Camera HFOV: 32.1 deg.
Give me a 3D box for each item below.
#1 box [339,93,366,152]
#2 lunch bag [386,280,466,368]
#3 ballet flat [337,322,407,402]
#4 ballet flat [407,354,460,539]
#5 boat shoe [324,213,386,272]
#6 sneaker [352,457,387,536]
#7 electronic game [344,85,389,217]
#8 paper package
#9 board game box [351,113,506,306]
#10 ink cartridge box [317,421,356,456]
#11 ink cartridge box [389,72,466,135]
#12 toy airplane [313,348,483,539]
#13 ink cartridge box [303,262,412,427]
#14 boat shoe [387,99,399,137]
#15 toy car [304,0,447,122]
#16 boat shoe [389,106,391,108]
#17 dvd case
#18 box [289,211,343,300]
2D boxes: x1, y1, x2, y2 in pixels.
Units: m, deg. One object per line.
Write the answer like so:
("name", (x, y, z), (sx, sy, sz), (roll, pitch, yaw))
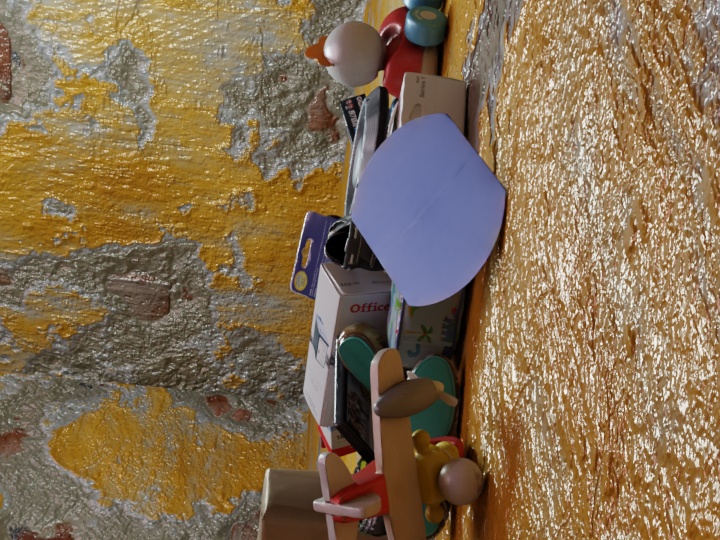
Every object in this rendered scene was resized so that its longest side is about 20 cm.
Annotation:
("box", (0.022, -0.145, 1.928), (0.201, 0.045, 0.160), (73, -179, -48))
("lunch bag", (0.077, 0.001, 1.439), (0.161, 0.081, 0.203), (-103, 19, -72))
("ballet flat", (0.039, 0.145, 1.497), (0.201, 0.067, 0.072), (57, -154, -11))
("ballet flat", (0.072, 0.196, 1.375), (0.072, 0.071, 0.203), (115, 162, -75))
("boat shoe", (-0.013, -0.036, 1.494), (0.200, 0.067, 0.073), (-160, 71, -74))
("sneaker", (0.038, 0.279, 1.583), (0.079, 0.085, 0.200), (-58, 4, 16))
("electronic game", (0.011, -0.137, 1.619), (0.200, 0.041, 0.203), (-171, 90, -85))
("paper package", (-0.053, 0.385, 1.810), (0.104, 0.197, 0.192), (-89, 6, -48))
("board game box", (0.079, -0.062, 1.304), (0.158, 0.039, 0.201), (-49, 54, 21))
("ink cartridge box", (0.000, 0.189, 1.768), (0.068, 0.115, 0.202), (-121, 22, -46))
("ink cartridge box", (0.076, -0.132, 1.593), (0.201, 0.083, 0.148), (106, 171, -61))
("toy airplane", (0.048, 0.205, 1.206), (0.201, 0.139, 0.201), (56, -141, -42))
("ink cartridge box", (0.015, 0.091, 1.604), (0.086, 0.144, 0.202), (-126, 38, -53))
("boat shoe", (0.078, -0.181, 1.772), (0.069, 0.071, 0.202), (-50, -25, -60))
("toy car", (0.016, -0.330, 1.868), (0.178, 0.197, 0.186), (-90, 8, -49))
("boat shoe", (0.063, -0.233, 2.021), (0.074, 0.060, 0.200), (55, -171, -11))
("dvd case", (0.024, 0.191, 1.531), (0.201, 0.017, 0.144), (53, -155, -36))
("box", (0.000, 0.000, 1.723), (0.032, 0.198, 0.123), (-7, -67, -60))
